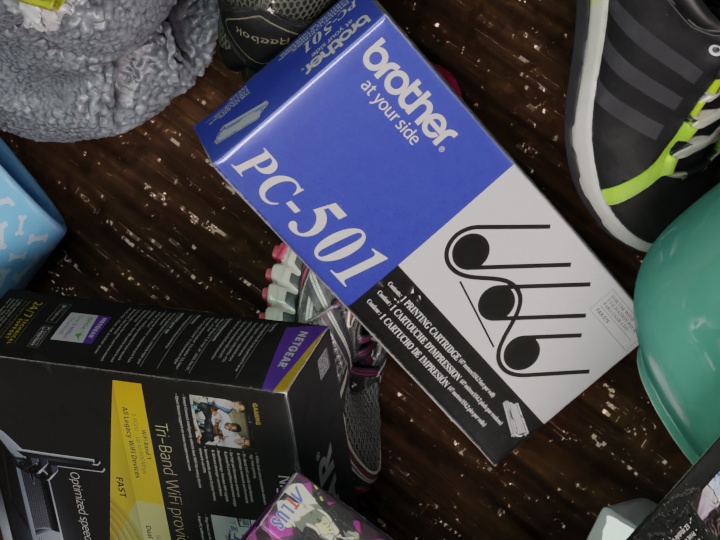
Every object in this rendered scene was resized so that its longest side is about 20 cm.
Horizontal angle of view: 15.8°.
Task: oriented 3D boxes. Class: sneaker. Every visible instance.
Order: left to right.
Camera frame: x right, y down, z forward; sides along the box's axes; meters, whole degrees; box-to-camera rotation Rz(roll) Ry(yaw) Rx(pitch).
[{"bbox_3d":[-0.018,-0.149,1.141,0.076,0.200,0.115,13,131,6],"label":"sneaker"},{"bbox_3d":[0.000,0.000,1.157,0.074,0.081,0.201,3,89,19],"label":"sneaker"},{"bbox_3d":[0.134,-0.086,1.065,0.083,0.072,0.201,25,135,40],"label":"sneaker"}]

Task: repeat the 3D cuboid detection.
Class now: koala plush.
[{"bbox_3d":[-0.154,-0.149,1.157,0.177,0.200,0.184,27,98,19],"label":"koala plush"}]

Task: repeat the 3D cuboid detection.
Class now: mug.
[{"bbox_3d":[0.190,0.045,1.043,0.114,0.152,0.185,-37,76,19],"label":"mug"}]

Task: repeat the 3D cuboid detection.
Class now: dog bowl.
[{"bbox_3d":[-0.212,-0.070,1.229,0.050,0.111,0.200,-40,74,1],"label":"dog bowl"}]

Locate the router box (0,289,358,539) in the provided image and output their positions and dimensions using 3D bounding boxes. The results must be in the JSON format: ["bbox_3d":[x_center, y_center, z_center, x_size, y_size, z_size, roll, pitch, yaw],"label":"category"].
[{"bbox_3d":[-0.081,0.111,1.146,0.157,0.052,0.201,7,125,21],"label":"router box"}]

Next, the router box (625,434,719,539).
[{"bbox_3d":[0.160,0.147,0.976,0.149,0.051,0.200,51,140,15],"label":"router box"}]

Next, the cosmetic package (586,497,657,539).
[{"bbox_3d":[0.172,0.188,1.088,0.200,0.071,0.102,30,101,19],"label":"cosmetic package"}]

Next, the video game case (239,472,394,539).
[{"bbox_3d":[0.003,0.187,1.073,0.181,0.036,0.200,38,143,-1],"label":"video game case"}]

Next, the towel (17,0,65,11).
[{"bbox_3d":[-0.189,-0.171,1.063,0.199,0.018,0.086,20,76,22],"label":"towel"}]

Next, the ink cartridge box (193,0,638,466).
[{"bbox_3d":[0.029,-0.016,1.091,0.094,0.044,0.200,-41,119,5],"label":"ink cartridge box"}]
